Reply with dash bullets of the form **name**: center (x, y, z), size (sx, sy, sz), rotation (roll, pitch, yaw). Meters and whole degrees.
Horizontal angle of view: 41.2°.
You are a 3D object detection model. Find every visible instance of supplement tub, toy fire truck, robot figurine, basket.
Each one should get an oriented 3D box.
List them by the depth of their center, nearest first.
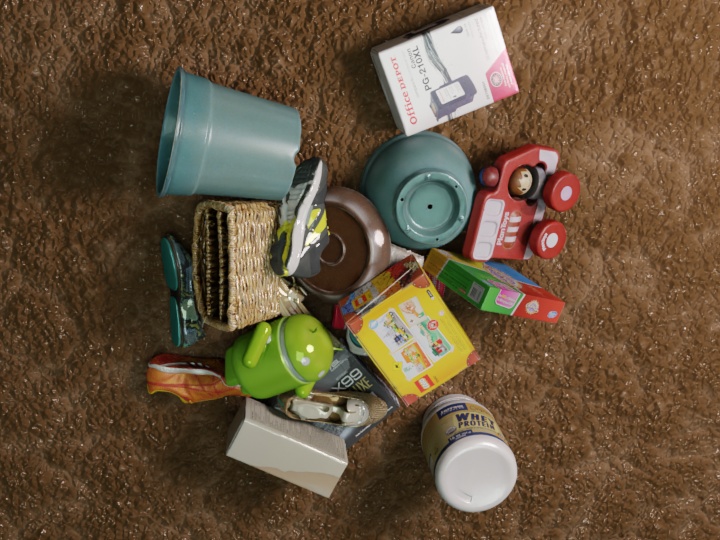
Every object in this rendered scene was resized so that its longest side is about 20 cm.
- **basket**: center (-0.222, -0.014, 1.539), size (0.142, 0.149, 0.202), rotation (5, 99, 26)
- **robot figurine**: center (-0.131, 0.141, 1.582), size (0.199, 0.117, 0.175), rotation (-21, 142, 25)
- **toy fire truck**: center (0.257, -0.110, 1.588), size (0.167, 0.112, 0.202), rotation (1, 109, -35)
- **supplement tub**: center (0.186, 0.318, 1.703), size (0.143, 0.200, 0.146), rotation (-2, 109, -7)

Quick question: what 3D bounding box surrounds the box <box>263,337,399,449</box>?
- **box**: center (-0.055, 0.243, 1.725), size (0.200, 0.050, 0.158), rotation (-39, 108, 7)

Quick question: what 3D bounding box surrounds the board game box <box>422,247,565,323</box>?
- **board game box**: center (0.223, 0.026, 1.596), size (0.199, 0.153, 0.041), rotation (11, 109, -42)

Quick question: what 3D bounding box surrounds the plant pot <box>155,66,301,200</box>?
- **plant pot**: center (-0.204, -0.198, 1.493), size (0.194, 0.200, 0.202), rotation (8, 108, -19)

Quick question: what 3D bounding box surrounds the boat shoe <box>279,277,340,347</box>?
- **boat shoe**: center (-0.107, 0.067, 1.652), size (0.062, 0.073, 0.201), rotation (-33, 114, -4)

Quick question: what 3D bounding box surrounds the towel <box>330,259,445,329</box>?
- **towel**: center (0.051, 0.044, 1.689), size (0.198, 0.023, 0.146), rotation (5, 108, -10)

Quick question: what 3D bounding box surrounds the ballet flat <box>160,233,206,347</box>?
- **ballet flat**: center (-0.294, 0.030, 1.622), size (0.073, 0.074, 0.202), rotation (-3, 111, -6)

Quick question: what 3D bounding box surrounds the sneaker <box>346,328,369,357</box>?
- **sneaker**: center (0.075, 0.102, 1.667), size (0.198, 0.078, 0.080), rotation (-5, 103, -8)

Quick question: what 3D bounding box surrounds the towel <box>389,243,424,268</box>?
- **towel**: center (0.000, 0.000, 1.618), size (0.199, 0.034, 0.134), rotation (23, 111, 13)

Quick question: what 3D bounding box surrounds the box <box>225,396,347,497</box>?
- **box**: center (-0.128, 0.305, 1.663), size (0.199, 0.095, 0.078), rotation (26, 104, -12)

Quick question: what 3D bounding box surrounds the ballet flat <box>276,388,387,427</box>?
- **ballet flat**: center (-0.047, 0.244, 1.665), size (0.198, 0.065, 0.071), rotation (6, 105, -9)

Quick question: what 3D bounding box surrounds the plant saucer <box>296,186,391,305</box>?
- **plant saucer**: center (-0.045, -0.038, 1.589), size (0.198, 0.032, 0.202), rotation (5, 102, 26)

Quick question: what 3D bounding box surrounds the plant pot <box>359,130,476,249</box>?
- **plant pot**: center (0.106, -0.119, 1.582), size (0.198, 0.134, 0.202), rotation (-3, 109, -7)

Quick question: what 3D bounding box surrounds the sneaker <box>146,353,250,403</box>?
- **sneaker**: center (-0.274, 0.196, 1.676), size (0.198, 0.073, 0.078), rotation (10, 111, 0)

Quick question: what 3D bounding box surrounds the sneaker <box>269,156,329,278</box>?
- **sneaker**: center (-0.087, -0.082, 1.548), size (0.084, 0.074, 0.202), rotation (20, 85, -43)

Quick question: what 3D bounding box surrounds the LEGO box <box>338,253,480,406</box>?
- **LEGO box**: center (0.081, 0.100, 1.572), size (0.148, 0.077, 0.201), rotation (-33, 118, 5)

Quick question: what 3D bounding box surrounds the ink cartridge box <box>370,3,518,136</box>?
- **ink cartridge box**: center (0.134, -0.322, 1.544), size (0.198, 0.084, 0.146), rotation (-22, 109, 0)
